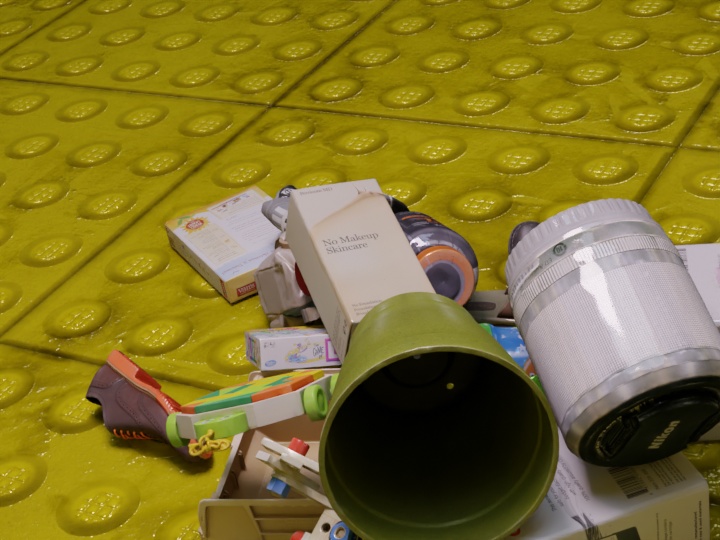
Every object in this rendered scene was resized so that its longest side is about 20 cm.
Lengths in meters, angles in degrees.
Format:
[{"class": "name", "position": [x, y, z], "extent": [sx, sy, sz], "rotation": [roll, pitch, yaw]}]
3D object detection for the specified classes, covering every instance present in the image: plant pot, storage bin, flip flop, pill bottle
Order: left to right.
[{"class": "storage bin", "position": [-0.043, 0.192, 1.387], "extent": [0.197, 0.094, 0.200], "rotation": [-2, 33, 13]}, {"class": "pill bottle", "position": [0.072, -0.003, 1.599], "extent": [0.106, 0.107, 0.200], "rotation": [-15, 12, -7]}, {"class": "plant pot", "position": [0.058, 0.116, 1.247], "extent": [0.199, 0.201, 0.193], "rotation": [-10, 23, 0]}, {"class": "flip flop", "position": [0.184, 0.029, 1.614], "extent": [0.199, 0.058, 0.081], "rotation": [-2, 28, 19]}]

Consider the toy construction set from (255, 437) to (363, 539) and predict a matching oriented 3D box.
[{"class": "toy construction set", "position": [-0.064, 0.251, 1.240], "extent": [0.131, 0.201, 0.092], "rotation": [18, -3, 36]}]

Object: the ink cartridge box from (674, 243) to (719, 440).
[{"class": "ink cartridge box", "position": [0.358, 0.069, 1.412], "extent": [0.199, 0.147, 0.147], "rotation": [-3, 32, 11]}]

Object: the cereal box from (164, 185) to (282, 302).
[{"class": "cereal box", "position": [-0.151, -0.037, 1.841], "extent": [0.143, 0.040, 0.200], "rotation": [-23, 34, -20]}]

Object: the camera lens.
[{"class": "camera lens", "position": [0.227, 0.059, 1.244], "extent": [0.159, 0.160, 0.201], "rotation": [-15, 59, -8]}]

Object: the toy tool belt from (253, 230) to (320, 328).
[{"class": "toy tool belt", "position": [-0.039, 0.003, 1.637], "extent": [0.122, 0.126, 0.200], "rotation": [-16, -3, -23]}]

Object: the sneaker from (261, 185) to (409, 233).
[{"class": "sneaker", "position": [-0.038, -0.077, 1.788], "extent": [0.199, 0.075, 0.115], "rotation": [1, 19, -40]}]

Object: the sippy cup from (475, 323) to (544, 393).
[{"class": "sippy cup", "position": [0.181, 0.113, 1.404], "extent": [0.130, 0.140, 0.178], "rotation": [-7, 33, 2]}]

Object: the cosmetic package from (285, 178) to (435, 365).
[{"class": "cosmetic package", "position": [0.000, 0.000, 1.476], "extent": [0.103, 0.073, 0.200], "rotation": [-10, 48, -19]}]

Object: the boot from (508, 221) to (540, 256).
[{"class": "boot", "position": [0.218, -0.005, 1.493], "extent": [0.069, 0.174, 0.201], "rotation": [-21, 62, -7]}]

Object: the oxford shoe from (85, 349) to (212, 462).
[{"class": "oxford shoe", "position": [-0.230, 0.163, 1.536], "extent": [0.073, 0.071, 0.200], "rotation": [-49, 44, -6]}]

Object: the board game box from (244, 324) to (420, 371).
[{"class": "board game box", "position": [-0.018, 0.079, 1.528], "extent": [0.199, 0.034, 0.134], "rotation": [-3, 2, -12]}]

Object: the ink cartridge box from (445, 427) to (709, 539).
[{"class": "ink cartridge box", "position": [0.195, 0.212, 1.289], "extent": [0.199, 0.084, 0.146], "rotation": [-16, 32, -10]}]

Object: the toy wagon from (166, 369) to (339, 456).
[{"class": "toy wagon", "position": [-0.101, 0.129, 1.301], "extent": [0.154, 0.040, 0.200], "rotation": [-13, 1, 19]}]
